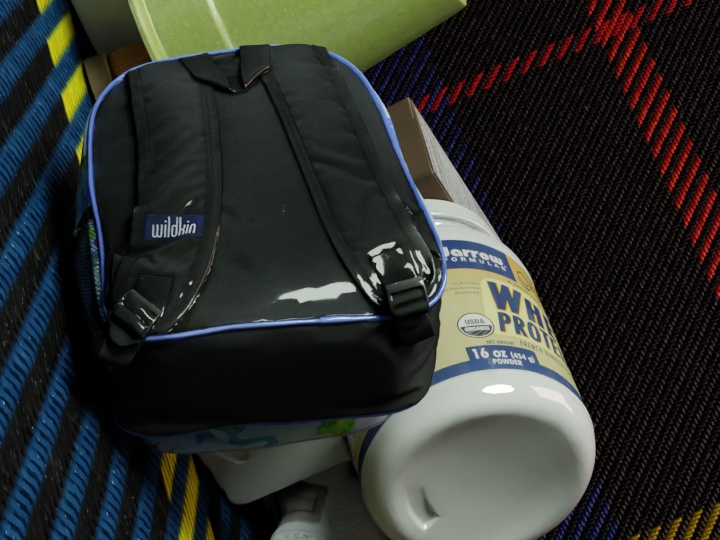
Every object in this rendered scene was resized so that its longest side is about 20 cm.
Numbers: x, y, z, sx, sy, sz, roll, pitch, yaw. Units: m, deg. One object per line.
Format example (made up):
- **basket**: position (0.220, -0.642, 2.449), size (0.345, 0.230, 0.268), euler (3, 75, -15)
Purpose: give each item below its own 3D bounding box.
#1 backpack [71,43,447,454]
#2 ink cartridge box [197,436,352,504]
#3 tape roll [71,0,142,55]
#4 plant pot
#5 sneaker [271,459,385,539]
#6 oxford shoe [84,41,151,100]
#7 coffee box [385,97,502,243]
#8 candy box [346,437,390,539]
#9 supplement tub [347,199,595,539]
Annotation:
- **backpack**: position (-0.061, -0.010, 0.908), size (0.148, 0.181, 0.201), euler (99, -20, -49)
- **ink cartridge box**: position (-0.083, 0.019, 1.080), size (0.148, 0.085, 0.201), euler (64, 4, -54)
- **tape roll**: position (-0.172, -0.229, 1.276), size (0.202, 0.070, 0.204), euler (-22, 90, -86)
- **plant pot**: position (-0.034, -0.196, 1.151), size (0.200, 0.188, 0.202), euler (-21, 90, -77)
- **sneaker**: position (-0.017, 0.168, 1.133), size (0.114, 0.075, 0.201), euler (58, 9, -54)
- **oxford shoe**: position (-0.124, -0.092, 1.215), size (0.200, 0.071, 0.072), euler (64, 4, -63)
- **coffee box**: position (0.034, -0.009, 1.219), size (0.200, 0.113, 0.080), euler (52, 17, -43)
- **candy box**: position (0.000, 0.087, 1.338), size (0.201, 0.076, 0.169), euler (59, 32, -14)
- **supplement tub**: position (0.054, 0.063, 1.088), size (0.201, 0.143, 0.145), euler (-108, 174, -49)
